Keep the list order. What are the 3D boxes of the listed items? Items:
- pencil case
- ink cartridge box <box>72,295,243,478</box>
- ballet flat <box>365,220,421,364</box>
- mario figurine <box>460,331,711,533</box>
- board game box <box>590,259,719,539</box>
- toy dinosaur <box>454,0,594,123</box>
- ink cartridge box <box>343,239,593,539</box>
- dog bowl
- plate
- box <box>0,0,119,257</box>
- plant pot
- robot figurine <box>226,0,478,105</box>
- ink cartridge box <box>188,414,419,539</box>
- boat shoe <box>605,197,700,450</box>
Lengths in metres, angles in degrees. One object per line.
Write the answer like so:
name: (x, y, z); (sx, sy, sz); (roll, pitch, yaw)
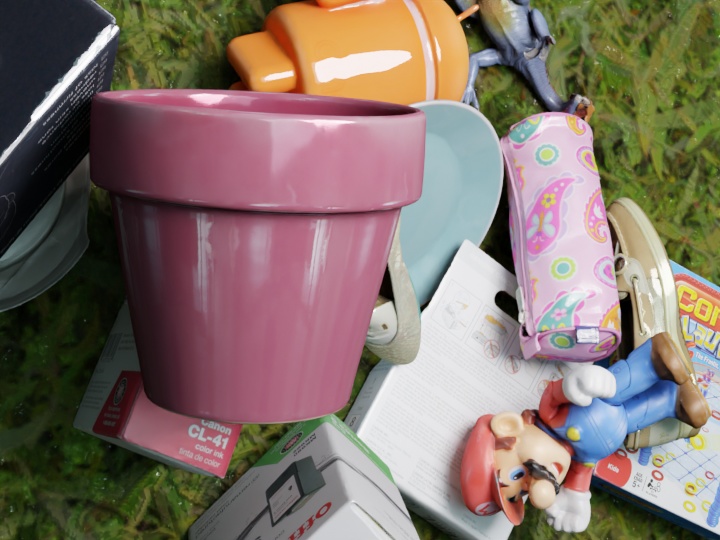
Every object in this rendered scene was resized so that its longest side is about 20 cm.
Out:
pencil case: (0.158, -0.024, 1.068); (0.086, 0.087, 0.202); (6, 66, -23)
ink cartridge box: (-0.117, 0.035, 0.942); (0.085, 0.147, 0.202); (26, 78, -20)
ballet flat: (0.000, 0.000, 0.968); (0.062, 0.067, 0.202); (-45, 137, -39)
mario figurine: (0.168, 0.136, 1.006); (0.199, 0.106, 0.124); (-30, 90, 8)
board game box: (0.295, 0.120, 1.164); (0.199, 0.056, 0.198); (26, 77, -20)
toy dinosaur: (0.138, -0.208, 1.105); (0.181, 0.104, 0.202); (38, 61, -36)
ink cartridge box: (0.089, 0.105, 1.085); (0.162, 0.057, 0.201); (36, 67, -18)
dog bowl: (-0.279, -0.068, 0.926); (0.198, 0.059, 0.203); (2, 86, -22)
plate: (0.027, -0.045, 1.028); (0.199, 0.026, 0.202); (-23, 135, -25)
box: (-0.252, -0.076, 0.790); (0.124, 0.197, 0.201); (37, 72, -2)
plant pot: (-0.064, -0.012, 0.796); (0.198, 0.200, 0.181); (0, 101, -23)
robot figurine: (-0.002, -0.153, 1.020); (0.198, 0.116, 0.146); (-14, 93, -20)
ink cartridge box: (-0.041, 0.195, 0.916); (0.146, 0.200, 0.084); (-44, 104, 2)
boat shoe: (0.221, 0.041, 1.080); (0.062, 0.073, 0.203); (-12, 84, -7)
